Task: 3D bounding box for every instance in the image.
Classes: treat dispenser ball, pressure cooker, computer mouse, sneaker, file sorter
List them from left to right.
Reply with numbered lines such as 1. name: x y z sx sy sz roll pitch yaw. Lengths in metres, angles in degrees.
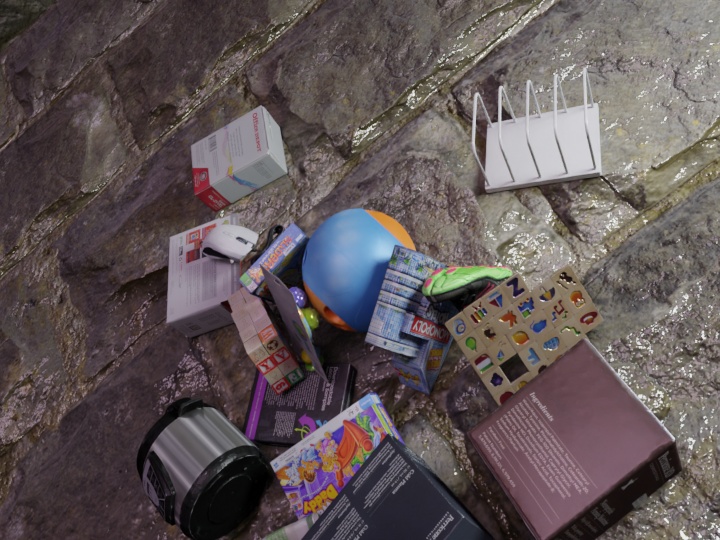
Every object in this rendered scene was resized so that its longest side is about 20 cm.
1. pressure cooker: -0.273 0.324 1.122 0.198 0.179 0.177 32 78 34
2. computer mouse: -0.233 -0.052 1.264 0.196 0.044 0.111 8 53 33
3. treat dispenser ball: 0.000 0.000 1.121 0.196 0.201 0.206 -13 59 22
4. sneaker: 0.171 0.036 1.020 0.076 0.197 0.086 1 92 46
5. file sorter: 0.293 -0.237 1.131 0.195 0.125 0.142 -6 61 27

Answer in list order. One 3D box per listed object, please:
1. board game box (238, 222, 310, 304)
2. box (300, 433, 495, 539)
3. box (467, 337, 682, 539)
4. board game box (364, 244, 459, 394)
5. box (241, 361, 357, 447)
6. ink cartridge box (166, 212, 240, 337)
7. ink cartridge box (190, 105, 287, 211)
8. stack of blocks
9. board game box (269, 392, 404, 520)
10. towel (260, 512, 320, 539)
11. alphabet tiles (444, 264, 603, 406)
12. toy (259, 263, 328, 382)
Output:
1. board game box: -0.134 -0.006 1.204 0.034 0.200 0.136 43 90 11
2. box: 0.046 0.363 0.890 0.201 0.104 0.182 -49 36 -3
3. box: 0.276 0.234 0.866 0.199 0.166 0.165 -39 52 5
4. board game box: 0.093 0.085 1.057 0.061 0.199 0.205 15 87 34
5. box: -0.107 0.232 1.164 0.196 0.036 0.146 -3 63 29
6. ink cartridge box: -0.296 0.008 1.357 0.172 0.084 0.204 -18 58 17
7. ink cartridge box: -0.267 -0.244 1.473 0.196 0.083 0.148 -24 55 16
8. stack of blocks: -0.176 0.106 1.188 0.058 0.116 0.201 -31 40 -5
9. board game box: -0.026 0.305 1.047 0.198 0.045 0.136 -36 74 8
10. towel: -0.114 0.475 1.018 0.197 0.031 0.152 -30 76 15
11. alphabet tiles: 0.248 0.089 0.986 0.198 0.008 0.169 -35 97 8
12. toy: -0.096 0.080 1.108 0.047 0.203 0.115 -30 39 -22
